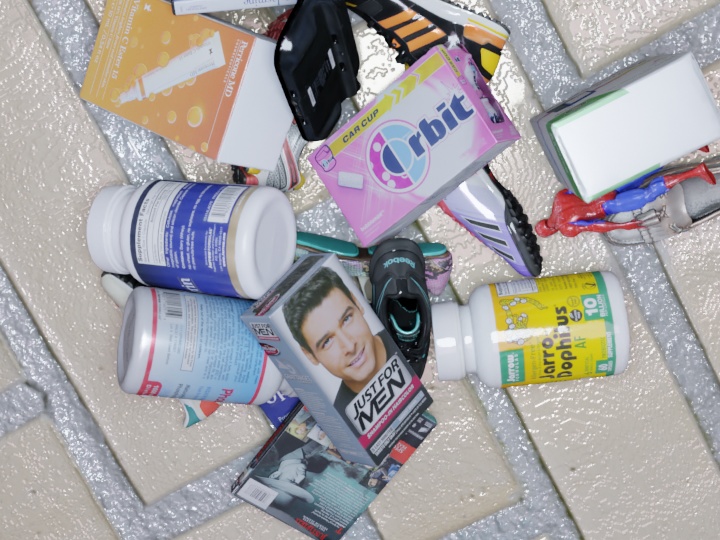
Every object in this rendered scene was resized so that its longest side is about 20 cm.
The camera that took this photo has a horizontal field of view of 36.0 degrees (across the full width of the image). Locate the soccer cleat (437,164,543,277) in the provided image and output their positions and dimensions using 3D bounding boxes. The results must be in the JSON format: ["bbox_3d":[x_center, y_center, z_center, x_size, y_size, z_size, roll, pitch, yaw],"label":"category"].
[{"bbox_3d":[0.123,-0.071,1.186,0.073,0.068,0.200,-32,97,20],"label":"soccer cleat"}]

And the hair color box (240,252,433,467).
[{"bbox_3d":[-0.021,0.090,1.118,0.099,0.061,0.200,-45,113,-27],"label":"hair color box"}]

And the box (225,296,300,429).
[{"bbox_3d":[-0.077,0.100,1.238,0.121,0.032,0.200,-36,97,8],"label":"box"}]

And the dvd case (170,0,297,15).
[{"bbox_3d":[-0.089,-0.300,1.098,0.199,0.143,0.018,-7,129,-5],"label":"dvd case"}]

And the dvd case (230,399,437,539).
[{"bbox_3d":[-0.030,0.206,1.237,0.146,0.022,0.200,32,104,-20],"label":"dvd case"}]

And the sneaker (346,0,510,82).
[{"bbox_3d":[0.050,-0.243,1.147,0.199,0.070,0.090,18,98,-4],"label":"sneaker"}]

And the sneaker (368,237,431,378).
[{"bbox_3d":[0.039,0.063,1.171,0.075,0.079,0.201,-8,131,-1],"label":"sneaker"}]

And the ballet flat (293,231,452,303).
[{"bbox_3d":[0.000,0.000,1.201,0.199,0.069,0.072,5,106,-3],"label":"ballet flat"}]

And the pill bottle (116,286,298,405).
[{"bbox_3d":[-0.144,0.082,1.145,0.199,0.109,0.109,8,102,-20],"label":"pill bottle"}]

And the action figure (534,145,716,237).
[{"bbox_3d":[0.270,-0.076,1.156,0.199,0.052,0.066,-22,57,31],"label":"action figure"}]

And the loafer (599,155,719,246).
[{"bbox_3d":[0.351,-0.079,1.172,0.199,0.063,0.072,-22,99,6],"label":"loafer"}]

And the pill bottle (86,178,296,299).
[{"bbox_3d":[-0.177,-0.036,1.150,0.199,0.116,0.116,6,102,23],"label":"pill bottle"}]

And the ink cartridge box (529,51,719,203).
[{"bbox_3d":[0.256,-0.144,1.095,0.145,0.200,0.088,-27,96,8],"label":"ink cartridge box"}]

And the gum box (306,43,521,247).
[{"bbox_3d":[0.056,-0.128,1.123,0.200,0.066,0.114,-37,81,31],"label":"gum box"}]

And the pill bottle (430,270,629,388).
[{"bbox_3d":[0.177,0.066,1.181,0.199,0.113,0.113,-6,101,3],"label":"pill bottle"}]

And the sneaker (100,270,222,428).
[{"bbox_3d":[-0.229,0.090,1.220,0.093,0.070,0.200,-44,99,3],"label":"sneaker"}]

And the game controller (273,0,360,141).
[{"bbox_3d":[-0.040,-0.199,1.064,0.042,0.200,0.105,32,78,16],"label":"game controller"}]

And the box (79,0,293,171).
[{"bbox_3d":[-0.167,-0.194,1.107,0.199,0.097,0.125,25,102,29],"label":"box"}]

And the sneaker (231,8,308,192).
[{"bbox_3d":[-0.078,-0.179,1.172,0.082,0.078,0.201,9,99,-25],"label":"sneaker"}]
